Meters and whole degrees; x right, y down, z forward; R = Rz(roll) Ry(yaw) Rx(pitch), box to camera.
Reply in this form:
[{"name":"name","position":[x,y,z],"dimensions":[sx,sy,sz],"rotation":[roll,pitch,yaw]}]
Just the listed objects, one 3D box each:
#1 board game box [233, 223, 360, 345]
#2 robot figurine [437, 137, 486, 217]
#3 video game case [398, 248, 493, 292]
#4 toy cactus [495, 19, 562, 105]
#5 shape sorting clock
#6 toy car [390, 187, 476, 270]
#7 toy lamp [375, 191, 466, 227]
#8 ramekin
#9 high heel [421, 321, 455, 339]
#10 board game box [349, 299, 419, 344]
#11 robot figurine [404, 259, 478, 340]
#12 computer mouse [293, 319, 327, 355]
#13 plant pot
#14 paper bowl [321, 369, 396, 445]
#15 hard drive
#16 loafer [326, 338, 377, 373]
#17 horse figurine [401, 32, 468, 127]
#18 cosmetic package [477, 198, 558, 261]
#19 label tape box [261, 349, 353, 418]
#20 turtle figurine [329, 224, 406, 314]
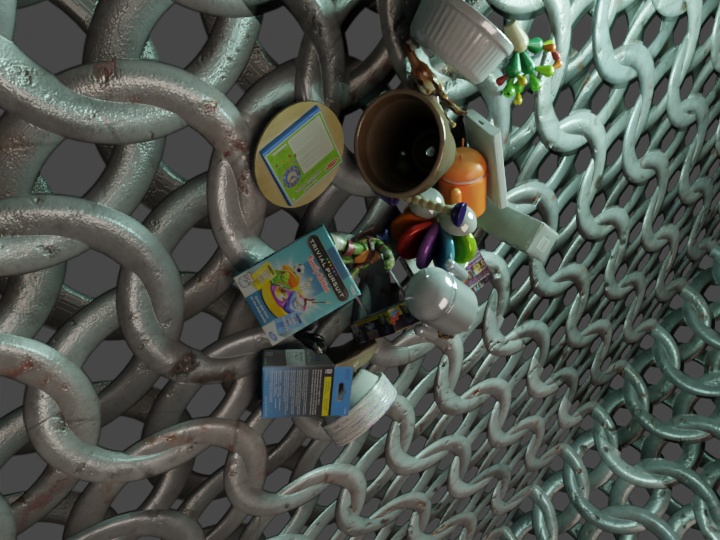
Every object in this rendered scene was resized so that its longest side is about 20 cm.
[{"name":"board game box","position":[-0.121,0.027,1.071],"dimensions":[0.198,0.047,0.153],"rotation":[-30,100,0]},{"name":"robot figurine","position":[0.236,-0.199,1.292],"dimensions":[0.142,0.116,0.203],"rotation":[-27,132,-22]},{"name":"video game case","position":[0.217,-0.005,1.387],"dimensions":[0.199,0.036,0.183],"rotation":[-35,100,-20]},{"name":"toy cactus","position":[0.369,-0.485,1.261],"dimensions":[0.199,0.102,0.166],"rotation":[-42,117,-9]},{"name":"shape sorting clock","position":[-0.112,-0.212,1.027],"dimensions":[0.198,0.039,0.203],"rotation":[-23,129,-31]},{"name":"toy car","position":[0.154,-0.068,1.228],"dimensions":[0.150,0.198,0.177],"rotation":[-40,150,-35]},{"name":"toy lamp","position":[0.123,-0.146,1.164],"dimensions":[0.058,0.197,0.059],"rotation":[-50,152,-39]},{"name":"ramekin","position":[0.181,-0.435,1.039],"dimensions":[0.200,0.203,0.095],"rotation":[16,118,-45]},{"name":"high heel","position":[0.224,0.069,1.428],"dimensions":[0.071,0.142,0.203],"rotation":[5,113,-42]},{"name":"board game box","position":[0.088,0.107,1.304],"dimensions":[0.163,0.199,0.058],"rotation":[-21,86,-29]},{"name":"robot figurine","position":[0.168,0.064,1.158],"dimensions":[0.199,0.112,0.172],"rotation":[31,82,-43]},{"name":"computer mouse","position":[-0.121,0.068,1.146],"dimensions":[0.052,0.138,0.204],"rotation":[-11,113,-34]},{"name":"plant pot","position":[0.112,-0.246,1.114],"dimensions":[0.174,0.198,0.203],"rotation":[-8,123,-57]},{"name":"paper bowl","position":[-0.015,0.323,1.365],"dimensions":[0.200,0.105,0.201],"rotation":[-41,-179,1]},{"name":"hard drive","position":[0.292,-0.257,1.290],"dimensions":[0.026,0.133,0.202],"rotation":[-24,132,-5]},{"name":"loafer","position":[-0.039,0.221,1.341],"dimensions":[0.197,0.075,0.070],"rotation":[-17,121,-34]},{"name":"horse figurine","position":[0.147,-0.368,1.116],"dimensions":[0.050,0.134,0.199],"rotation":[-38,149,19]},{"name":"cosmetic package","position":[0.389,-0.109,1.422],"dimensions":[0.106,0.199,0.091],"rotation":[19,106,-48]},{"name":"label tape box","position":[-0.121,0.252,1.238],"dimensions":[0.196,0.064,0.147],"rotation":[1,119,-11]},{"name":"turtle figurine","position":[0.000,0.000,1.176],"dimensions":[0.191,0.143,0.204],"rotation":[8,93,-33]}]
